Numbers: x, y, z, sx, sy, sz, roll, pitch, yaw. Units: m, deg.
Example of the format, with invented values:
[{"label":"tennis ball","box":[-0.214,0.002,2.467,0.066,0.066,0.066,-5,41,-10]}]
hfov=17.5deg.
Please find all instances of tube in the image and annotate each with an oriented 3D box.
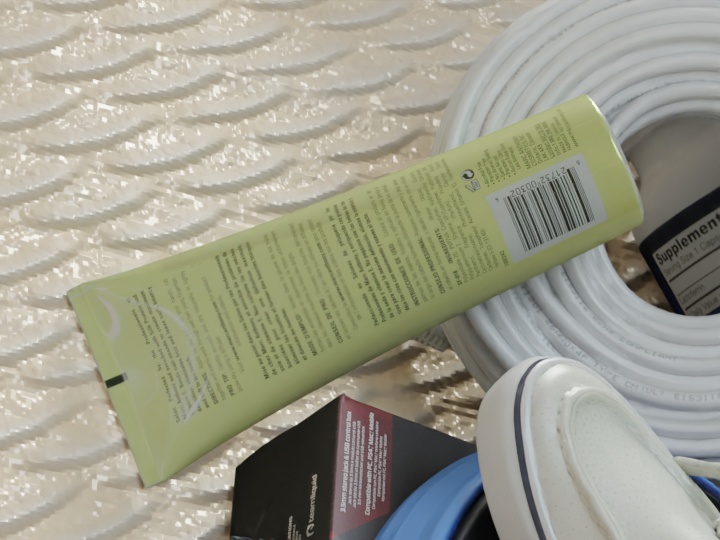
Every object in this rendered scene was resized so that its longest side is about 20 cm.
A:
[{"label":"tube","box":[0.000,0.000,0.826,0.058,0.199,0.052,-118,-176,-55]}]

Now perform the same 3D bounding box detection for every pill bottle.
[{"label":"pill bottle","box":[0.183,-0.006,0.974,0.115,0.116,0.201,-20,78,-42]}]

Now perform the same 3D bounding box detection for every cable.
[{"label":"cable","box":[0.122,-0.021,0.884,0.199,0.069,0.201,35,83,7]}]

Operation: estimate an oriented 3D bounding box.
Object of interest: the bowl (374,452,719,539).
[{"label":"bowl","box":[0.085,0.147,0.762,0.200,0.039,0.202,18,57,-29]}]

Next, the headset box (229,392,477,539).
[{"label":"headset box","box":[0.035,0.143,0.806,0.199,0.077,0.150,23,53,-26]}]

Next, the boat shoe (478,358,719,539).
[{"label":"boat shoe","box":[0.115,0.107,0.711,0.074,0.086,0.203,-23,81,-42]}]
